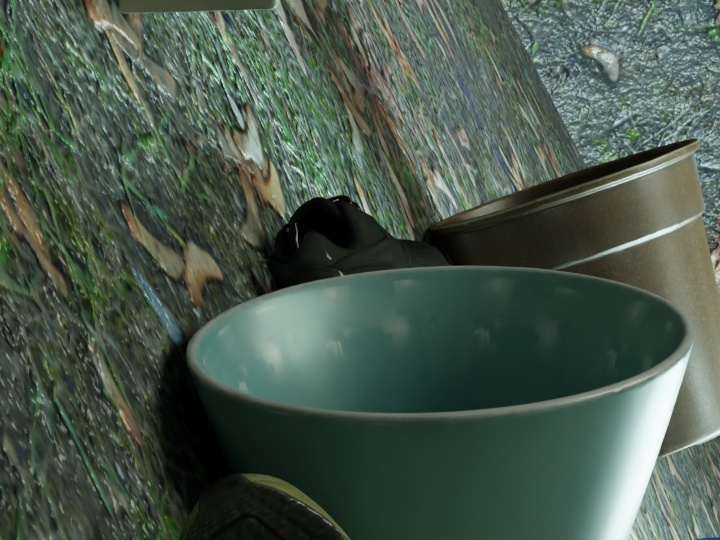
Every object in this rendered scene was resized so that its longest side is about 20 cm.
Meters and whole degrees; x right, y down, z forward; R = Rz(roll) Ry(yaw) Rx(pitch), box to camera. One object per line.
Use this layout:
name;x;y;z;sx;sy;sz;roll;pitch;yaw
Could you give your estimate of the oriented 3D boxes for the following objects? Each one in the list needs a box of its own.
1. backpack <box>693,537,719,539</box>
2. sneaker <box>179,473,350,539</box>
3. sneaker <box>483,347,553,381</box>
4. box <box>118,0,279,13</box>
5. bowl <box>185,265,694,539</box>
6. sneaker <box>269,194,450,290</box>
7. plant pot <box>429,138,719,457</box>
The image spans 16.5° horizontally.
backpack;0.166;0.223;1.228;0.154;0.190;0.201;20;44;-53
sneaker;-0.022;0.127;0.880;0.089;0.077;0.200;61;-2;45
sneaker;0.065;0.048;1.169;0.200;0.073;0.116;122;-16;-56
box;-0.079;-0.222;1.136;0.068;0.082;0.201;-81;167;-60
bowl;0.034;0.074;0.989;0.201;0.199;0.106;-76;162;-74
sneaker;0.000;0.000;1.260;0.091;0.076;0.200;55;8;-4
plant pot;0.174;0.031;1.759;0.200;0.199;0.199;-41;113;-79
